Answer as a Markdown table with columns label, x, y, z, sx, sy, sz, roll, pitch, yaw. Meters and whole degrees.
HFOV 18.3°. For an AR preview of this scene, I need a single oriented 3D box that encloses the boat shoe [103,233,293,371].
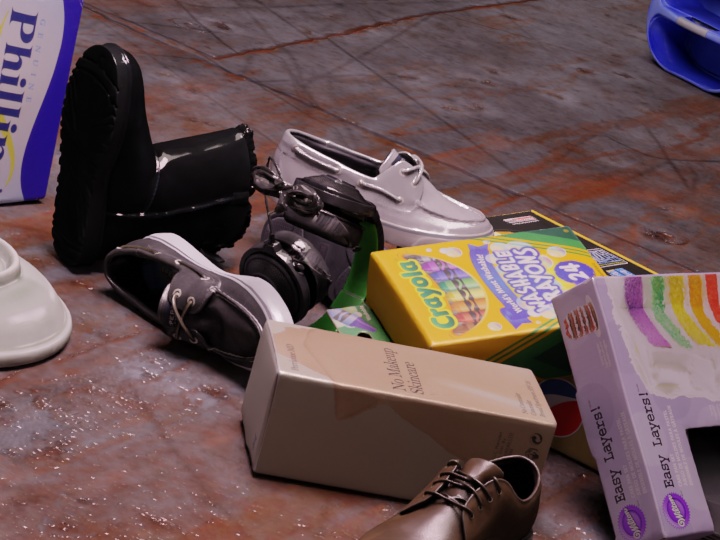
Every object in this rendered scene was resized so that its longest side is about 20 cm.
| label | x | y | z | sx | sy | sz | roll | pitch | yaw |
| --- | --- | --- | --- | --- | --- | --- | --- | --- | --- |
| boat shoe | -0.125 | 0.024 | 1.658 | 0.066 | 0.070 | 0.200 | -10 | 31 | -35 |

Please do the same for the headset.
| label | x | y | z | sx | sy | sz | roll | pitch | yaw |
| --- | --- | --- | --- | --- | --- | --- | --- | --- | --- |
| headset | -0.031 | -0.015 | 1.668 | 0.094 | 0.124 | 0.200 | 23 | -20 | 34 |

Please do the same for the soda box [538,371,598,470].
| label | x | y | z | sx | sy | sz | roll | pitch | yaw |
| --- | --- | --- | --- | --- | --- | --- | --- | --- | --- |
| soda box | 0.140 | 0.086 | 1.694 | 0.199 | 0.064 | 0.068 | 26 | 23 | 26 |

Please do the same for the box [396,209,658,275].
| label | x | y | z | sx | sy | sz | roll | pitch | yaw |
| --- | --- | --- | --- | --- | --- | --- | --- | --- | --- |
| box | 0.148 | 0.006 | 1.945 | 0.159 | 0.050 | 0.199 | 31 | 24 | 33 |

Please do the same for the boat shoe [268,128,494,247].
| label | x | y | z | sx | sy | sz | roll | pitch | yaw |
| --- | --- | --- | --- | --- | --- | --- | --- | --- | --- |
| boat shoe | 0.021 | -0.069 | 1.879 | 0.199 | 0.069 | 0.072 | 19 | 21 | 6 |

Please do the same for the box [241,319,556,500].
| label | x | y | z | sx | sy | sz | roll | pitch | yaw |
| --- | --- | --- | --- | --- | --- | --- | --- | --- | --- |
| box | 0.024 | 0.103 | 1.537 | 0.198 | 0.078 | 0.095 | 11 | 21 | -14 |

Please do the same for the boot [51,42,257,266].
| label | x | y | z | sx | sy | sz | roll | pitch | yaw |
| --- | --- | --- | --- | --- | --- | --- | --- | --- | --- |
| boot | -0.154 | -0.090 | 1.764 | 0.162 | 0.200 | 0.073 | -8 | 32 | -36 |

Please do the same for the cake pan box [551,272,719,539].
| label | x | y | z | sx | sy | sz | roll | pitch | yaw |
| --- | --- | --- | --- | --- | --- | --- | --- | --- | --- |
| cake pan box | 0.236 | 0.101 | 1.588 | 0.183 | 0.201 | 0.052 | -1 | -20 | -38 |

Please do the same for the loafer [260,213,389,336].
| label | x | y | z | sx | sy | sz | roll | pitch | yaw |
| --- | --- | --- | --- | --- | --- | --- | --- | --- | --- |
| loafer | 0.000 | 0.000 | 1.818 | 0.063 | 0.072 | 0.200 | 3 | 20 | -43 |

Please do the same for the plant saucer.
| label | x | y | z | sx | sy | sz | roll | pitch | yaw |
| --- | --- | --- | --- | --- | --- | --- | --- | --- | --- |
| plant saucer | -0.300 | 0.005 | 1.599 | 0.199 | 0.051 | 0.200 | 13 | 20 | -5 |

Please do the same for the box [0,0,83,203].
| label | x | y | z | sx | sy | sz | roll | pitch | yaw |
| --- | --- | --- | --- | --- | --- | --- | --- | --- | --- |
| box | -0.341 | -0.154 | 1.796 | 0.105 | 0.185 | 0.199 | 28 | 23 | 36 |

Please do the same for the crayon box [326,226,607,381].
| label | x | y | z | sx | sy | sz | roll | pitch | yaw |
| --- | --- | --- | --- | --- | --- | --- | --- | --- | --- |
| crayon box | 0.089 | 0.031 | 1.652 | 0.199 | 0.052 | 0.126 | -9 | 36 | -19 |

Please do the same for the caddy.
| label | x | y | z | sx | sy | sz | roll | pitch | yaw |
| --- | --- | --- | --- | --- | --- | --- | --- | --- | --- |
| caddy | 0.461 | -0.311 | 2.910 | 0.105 | 0.142 | 0.200 | 4 | 22 | -43 |

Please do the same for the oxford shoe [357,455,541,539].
| label | x | y | z | sx | sy | sz | roll | pitch | yaw |
| --- | --- | --- | --- | --- | --- | --- | --- | --- | --- |
| oxford shoe | 0.050 | 0.157 | 1.404 | 0.072 | 0.085 | 0.200 | 27 | 24 | 24 |
